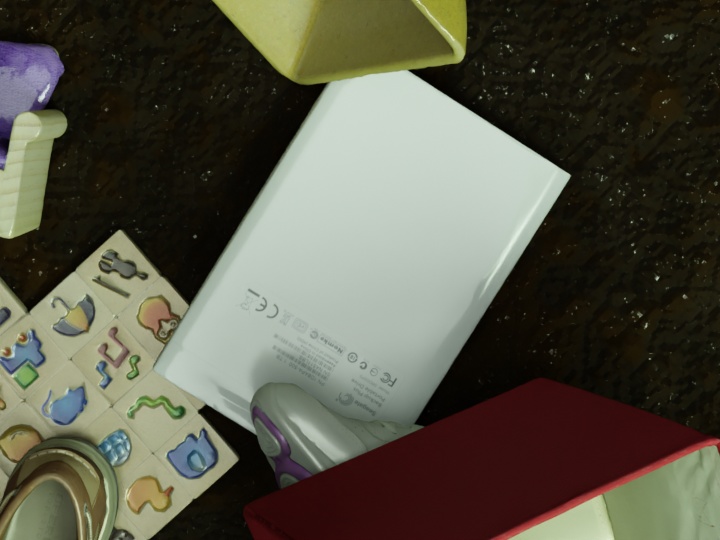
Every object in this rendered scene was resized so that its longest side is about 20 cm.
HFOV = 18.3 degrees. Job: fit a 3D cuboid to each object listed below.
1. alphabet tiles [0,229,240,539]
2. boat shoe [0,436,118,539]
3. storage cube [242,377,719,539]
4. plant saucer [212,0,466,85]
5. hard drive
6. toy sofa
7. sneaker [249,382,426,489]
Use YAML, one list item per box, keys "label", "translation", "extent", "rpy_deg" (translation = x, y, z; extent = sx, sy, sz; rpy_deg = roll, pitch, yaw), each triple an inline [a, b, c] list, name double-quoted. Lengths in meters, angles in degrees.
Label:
- label: "alphabet tiles"
  translation: [-0.167, 0.081, 1.188]
  extent: [0.200, 0.008, 0.167]
  rpy_deg: [-42, 91, 4]
- label: "boat shoe"
  translation: [-0.177, 0.186, 1.156]
  extent: [0.075, 0.072, 0.201]
  rpy_deg: [11, 94, 2]
- label: "storage cube"
  translation: [0.074, 0.168, 1.026]
  extent: [0.199, 0.180, 0.172]
  rpy_deg: [-23, 104, -18]
- label: "plant saucer"
  translation: [-0.044, -0.180, 1.061]
  extent: [0.200, 0.200, 0.048]
  rpy_deg: [47, 73, -19]
- label: "hard drive"
  translation: [0.000, 0.000, 1.162]
  extent: [0.132, 0.025, 0.201]
  rpy_deg: [32, 95, -6]
- label: "toy sofa"
  translation: [-0.254, -0.083, 1.143]
  extent: [0.199, 0.083, 0.098]
  rpy_deg: [11, 95, 1]
- label: "sneaker"
  translation: [0.030, 0.105, 1.143]
  extent: [0.200, 0.075, 0.100]
  rpy_deg: [38, 75, -21]
